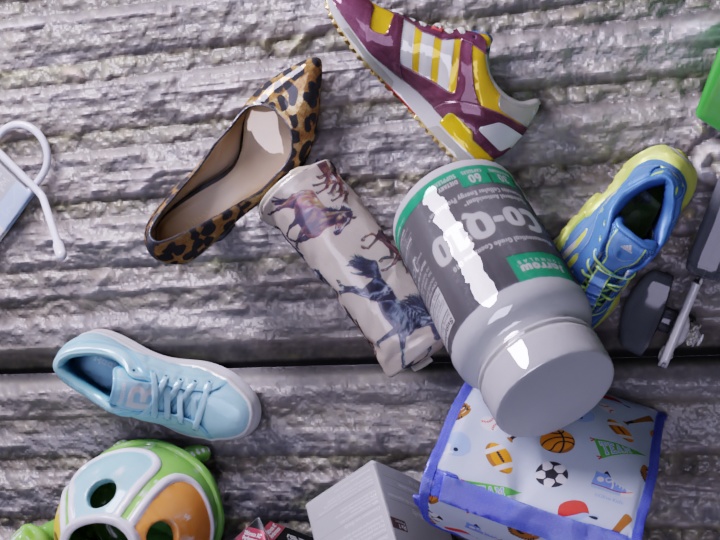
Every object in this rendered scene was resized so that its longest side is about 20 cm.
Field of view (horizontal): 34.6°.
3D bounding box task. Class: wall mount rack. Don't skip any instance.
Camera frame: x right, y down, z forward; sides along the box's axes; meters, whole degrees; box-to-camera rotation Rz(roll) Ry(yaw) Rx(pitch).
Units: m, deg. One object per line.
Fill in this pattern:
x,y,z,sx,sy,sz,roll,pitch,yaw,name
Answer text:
-0.351,-0.035,1.080,0.174,0.075,0.200,43,109,5,wall mount rack

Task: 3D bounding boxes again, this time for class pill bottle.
0.107,0.019,0.883,0.113,0.113,0.201,-42,48,19,pill bottle

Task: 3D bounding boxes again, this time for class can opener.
0.265,-0.016,0.910,0.066,0.053,0.202,25,106,12,can opener

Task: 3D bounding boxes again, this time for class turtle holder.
-0.223,0.227,1.050,0.183,0.132,0.143,16,104,13,turtle holder

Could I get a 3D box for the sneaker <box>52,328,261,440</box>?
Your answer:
-0.191,0.114,1.055,0.198,0.082,0.075,16,105,13,sneaker

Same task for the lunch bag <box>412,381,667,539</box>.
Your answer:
0.142,0.162,0.901,0.168,0.200,0.125,16,104,12,lunch bag

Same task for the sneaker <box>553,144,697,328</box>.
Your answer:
0.186,-0.012,0.907,0.075,0.105,0.201,35,107,8,sneaker

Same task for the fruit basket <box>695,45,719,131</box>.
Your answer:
0.365,-0.164,0.815,0.213,0.156,0.218,12,119,22,fruit basket

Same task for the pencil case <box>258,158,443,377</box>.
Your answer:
0.000,0.000,0.980,0.078,0.089,0.201,-39,88,-8,pencil case

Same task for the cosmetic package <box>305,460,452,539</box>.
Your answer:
0.034,0.273,0.952,0.090,0.107,0.201,-36,50,19,cosmetic package

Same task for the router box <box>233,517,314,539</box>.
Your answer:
-0.092,0.318,1.028,0.200,0.062,0.149,-44,130,19,router box

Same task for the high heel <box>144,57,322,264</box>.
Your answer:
-0.102,-0.091,0.959,0.071,0.142,0.201,37,108,7,high heel

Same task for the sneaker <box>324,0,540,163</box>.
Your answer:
0.057,-0.176,0.940,0.090,0.075,0.200,-43,92,11,sneaker
